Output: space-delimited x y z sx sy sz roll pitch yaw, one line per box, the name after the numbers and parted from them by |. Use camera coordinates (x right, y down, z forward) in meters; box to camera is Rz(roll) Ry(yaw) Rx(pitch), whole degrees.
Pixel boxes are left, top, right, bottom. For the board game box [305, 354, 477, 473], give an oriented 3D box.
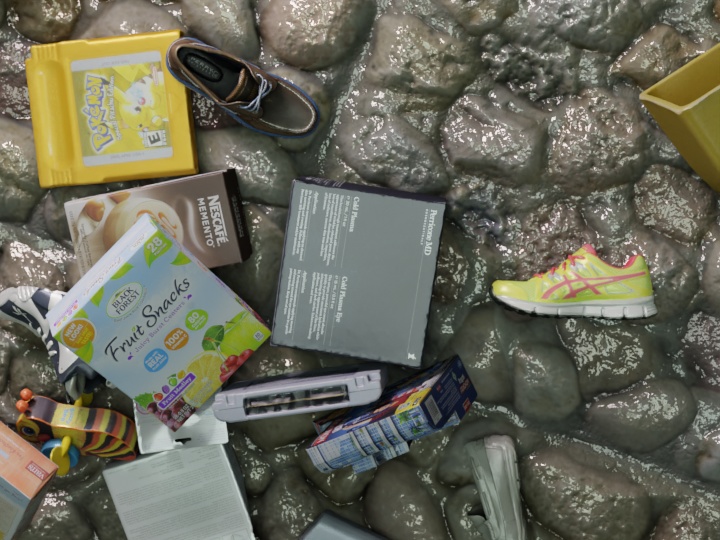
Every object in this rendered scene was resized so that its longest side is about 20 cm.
0.021 0.188 1.379 0.199 0.200 0.062 -25 93 21 | board game box

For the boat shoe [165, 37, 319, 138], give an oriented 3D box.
-0.140 -0.212 1.374 0.199 0.072 0.072 23 94 -11 | boat shoe

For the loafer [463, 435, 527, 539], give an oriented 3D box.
0.167 0.303 1.425 0.069 0.070 0.201 -7 88 10 | loafer

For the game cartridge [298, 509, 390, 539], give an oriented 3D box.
-0.044 0.413 1.468 0.133 0.042 0.201 24 98 -3 | game cartridge

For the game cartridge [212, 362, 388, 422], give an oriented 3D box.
-0.067 0.144 1.389 0.199 0.133 0.041 -8 96 7 | game cartridge

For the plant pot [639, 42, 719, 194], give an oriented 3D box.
0.462 -0.157 1.292 0.194 0.196 0.200 -32 102 7 | plant pot

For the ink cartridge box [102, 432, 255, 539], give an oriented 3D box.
-0.218 0.314 1.467 0.162 0.057 0.201 -18 100 6 | ink cartridge box

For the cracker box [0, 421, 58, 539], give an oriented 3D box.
-0.454 0.254 1.415 0.134 0.058 0.200 38 141 0 | cracker box

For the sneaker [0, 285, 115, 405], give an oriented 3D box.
-0.367 0.095 1.411 0.198 0.080 0.130 8 75 10 | sneaker

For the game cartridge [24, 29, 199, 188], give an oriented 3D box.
-0.306 -0.197 1.422 0.199 0.032 0.177 -6 96 4 | game cartridge

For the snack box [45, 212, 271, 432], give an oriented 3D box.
-0.231 0.063 1.340 0.169 0.068 0.200 -46 120 0 | snack box

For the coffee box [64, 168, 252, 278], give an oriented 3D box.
-0.243 -0.050 1.409 0.199 0.080 0.115 -12 96 6 | coffee box

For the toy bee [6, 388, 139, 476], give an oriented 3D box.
-0.377 0.195 1.422 0.199 0.131 0.109 -15 137 -7 | toy bee

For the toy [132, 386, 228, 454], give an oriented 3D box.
-0.228 0.119 1.444 0.115 0.047 0.201 -8 91 9 | toy

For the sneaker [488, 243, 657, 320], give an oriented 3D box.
0.253 0.013 1.385 0.199 0.078 0.091 1 88 -1 | sneaker

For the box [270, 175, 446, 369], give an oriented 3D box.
0.000 0.000 1.383 0.181 0.104 0.201 10 97 4 | box
